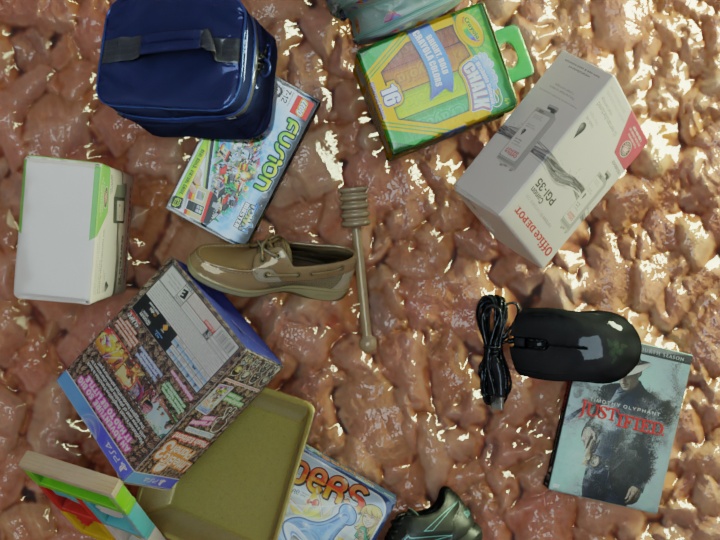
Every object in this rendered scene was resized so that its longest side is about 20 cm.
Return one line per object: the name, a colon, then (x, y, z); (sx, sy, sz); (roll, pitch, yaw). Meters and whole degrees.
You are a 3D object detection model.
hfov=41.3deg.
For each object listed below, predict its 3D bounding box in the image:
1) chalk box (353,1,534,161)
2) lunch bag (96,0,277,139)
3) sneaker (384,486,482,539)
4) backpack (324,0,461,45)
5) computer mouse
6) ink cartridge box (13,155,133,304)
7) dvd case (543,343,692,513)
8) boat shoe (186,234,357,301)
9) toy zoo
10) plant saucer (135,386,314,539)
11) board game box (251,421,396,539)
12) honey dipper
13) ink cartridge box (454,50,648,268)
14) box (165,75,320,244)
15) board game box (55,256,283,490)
chalk box: (0.104, -0.222, 1.108); (0.198, 0.124, 0.126); (-22, 93, 0)
lunch bag: (-0.188, -0.227, 1.068); (0.197, 0.132, 0.138); (2, 84, 16)
sneaker: (0.049, 0.337, 1.150); (0.198, 0.075, 0.080); (-28, 92, -17)
backpack: (0.037, -0.345, 1.063); (0.174, 0.200, 0.155); (-24, 93, -1)
computer mouse: (0.238, 0.096, 1.144); (0.197, 0.053, 0.141); (-2, 89, 8)
ink cartridge box: (-0.314, -0.045, 1.067); (0.083, 0.200, 0.148); (5, 92, -4)
dvd case: (0.319, 0.186, 1.180); (0.144, 0.022, 0.203); (13, 90, -2)
boat shoe: (-0.101, -0.013, 1.110); (0.197, 0.072, 0.065); (5, 129, -23)
toy zoo: (-0.295, 0.281, 1.099); (0.129, 0.201, 0.021); (11, 53, 22)
plant saucer: (-0.153, 0.228, 1.121); (0.198, 0.048, 0.203); (14, 85, 27)
board game box: (-0.073, 0.287, 1.167); (0.198, 0.034, 0.137); (29, 91, -2)
honey dipper: (0.000, 0.000, 1.158); (0.037, 0.038, 0.203); (-5, 94, -1)
ink cartridge box: (0.221, -0.123, 1.100); (0.201, 0.146, 0.083); (-51, 50, 0)
box: (-0.140, -0.139, 1.149); (0.109, 0.035, 0.202); (27, 91, -3)
board game box: (-0.217, 0.119, 1.090); (0.200, 0.097, 0.160); (-46, 62, 3)
